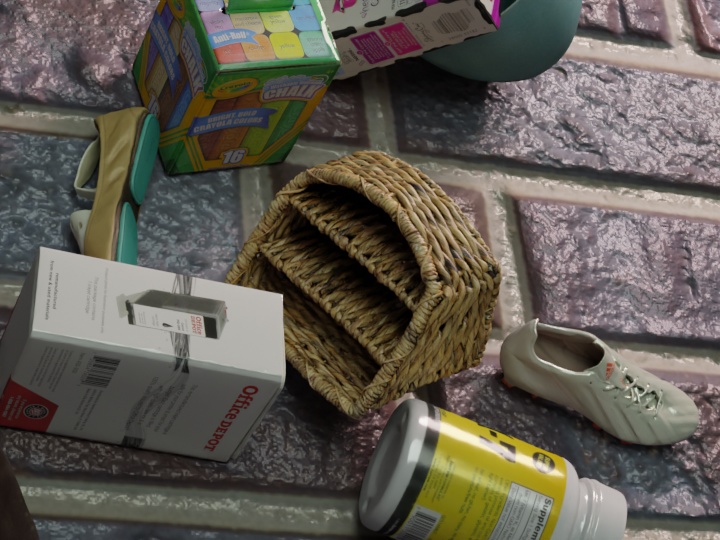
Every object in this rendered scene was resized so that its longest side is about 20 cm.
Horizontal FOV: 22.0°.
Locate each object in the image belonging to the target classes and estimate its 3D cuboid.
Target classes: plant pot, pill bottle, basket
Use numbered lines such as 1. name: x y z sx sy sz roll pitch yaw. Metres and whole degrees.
1. plant pot: 0.136 -0.261 1.791 0.135 0.199 0.201 44 41 -42
2. pill bottle: 0.109 0.191 1.520 0.199 0.114 0.115 22 53 -10
3. basket: 0.000 0.000 1.540 0.149 0.143 0.200 -20 47 -33

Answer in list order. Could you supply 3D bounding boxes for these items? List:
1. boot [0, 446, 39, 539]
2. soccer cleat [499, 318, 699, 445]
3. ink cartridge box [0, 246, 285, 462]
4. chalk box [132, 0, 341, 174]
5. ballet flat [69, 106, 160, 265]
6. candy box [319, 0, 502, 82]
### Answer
1. boot: -0.284 0.232 1.344 0.166 0.072 0.201 -30 99 -54
2. soccer cleat: 0.219 0.101 1.648 0.199 0.078 0.070 21 54 -11
3. ink cartridge box: -0.173 0.069 1.450 0.199 0.147 0.083 12 54 -18
4. chalk box: -0.104 -0.193 1.612 0.124 0.200 0.124 -8 63 -27
5. ballet flat: -0.215 -0.053 1.573 0.063 0.069 0.201 0 53 9
6. candy box: 0.034 -0.263 1.725 0.061 0.199 0.137 46 40 -41
